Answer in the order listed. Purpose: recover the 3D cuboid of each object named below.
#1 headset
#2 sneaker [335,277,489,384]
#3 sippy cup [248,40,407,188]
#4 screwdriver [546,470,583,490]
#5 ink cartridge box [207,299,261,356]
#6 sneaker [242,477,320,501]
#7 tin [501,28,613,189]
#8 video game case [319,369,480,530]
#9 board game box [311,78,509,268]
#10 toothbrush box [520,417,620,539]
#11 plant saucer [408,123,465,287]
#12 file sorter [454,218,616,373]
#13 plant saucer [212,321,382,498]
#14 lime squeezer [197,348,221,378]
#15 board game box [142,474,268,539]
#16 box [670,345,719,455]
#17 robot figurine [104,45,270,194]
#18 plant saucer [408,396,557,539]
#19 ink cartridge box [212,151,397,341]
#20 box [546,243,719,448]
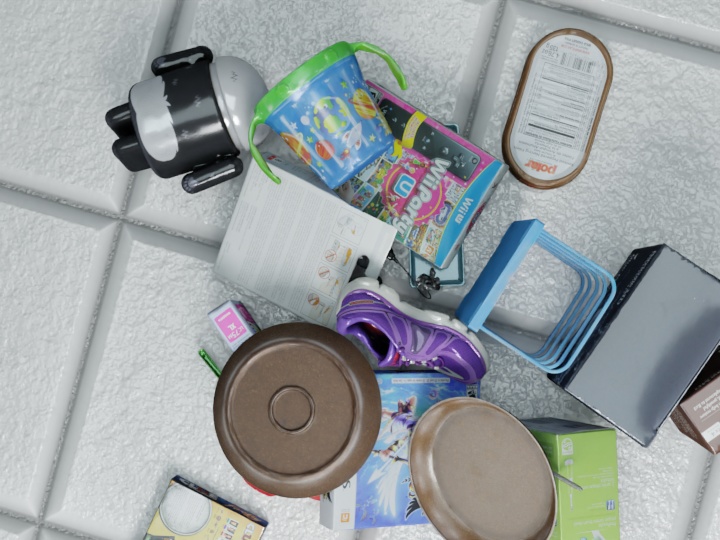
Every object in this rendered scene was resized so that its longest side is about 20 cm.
[{"bbox_3d":[0.000,0.000,1.440,0.198,0.094,0.125,11,95,16],"label":"headset"},{"bbox_3d":[0.055,0.089,1.376,0.199,0.081,0.084,26,49,-11],"label":"sneaker"},{"bbox_3d":[-0.033,-0.173,1.369,0.177,0.140,0.131,-36,92,30],"label":"sippy cup"},{"bbox_3d":[0.182,0.208,1.350,0.028,0.199,0.029,-44,120,-15],"label":"screwdriver"},{"bbox_3d":[-0.109,0.126,1.435,0.042,0.119,0.201,-33,87,-1],"label":"ink cartridge box"},{"bbox_3d":[-0.052,0.259,1.432,0.198,0.116,0.079,3,91,5],"label":"sneaker"},{"bbox_3d":[0.242,-0.200,1.459,0.111,0.042,0.202,17,91,8],"label":"tin"},{"bbox_3d":[0.050,0.212,1.419,0.198,0.045,0.183,2,91,-26],"label":"video game case"},{"bbox_3d":[0.058,-0.118,1.438,0.199,0.064,0.148,33,98,10],"label":"board game box"},{"bbox_3d":[0.231,0.281,1.393,0.085,0.145,0.202,-1,88,-23],"label":"toothbrush box"},{"bbox_3d":[0.092,-0.081,1.476,0.069,0.019,0.202,-2,90,3],"label":"plant saucer"},{"bbox_3d":[0.202,0.032,1.380,0.122,0.200,0.139,33,92,-1],"label":"file sorter"},{"bbox_3d":[-0.075,0.159,1.346,0.198,0.034,0.203,-1,86,7],"label":"plant saucer"},{"bbox_3d":[-0.134,0.174,1.450,0.038,0.071,0.200,-29,49,-15],"label":"lime squeezer"},{"bbox_3d":[-0.218,0.379,1.482,0.135,0.035,0.201,26,91,3],"label":"board game box"},{"bbox_3d":[0.408,0.145,1.364,0.100,0.200,0.075,-36,89,2],"label":"box"},{"bbox_3d":[-0.205,-0.185,1.443,0.198,0.125,0.151,-18,112,3],"label":"robot figurine"},{"bbox_3d":[0.142,0.236,1.344,0.199,0.032,0.202,13,112,35],"label":"plant saucer"},{"bbox_3d":[-0.065,-0.031,1.434,0.199,0.050,0.163,26,110,9],"label":"ink cartridge box"},{"bbox_3d":[0.325,0.082,1.370,0.117,0.200,0.197,35,91,3],"label":"box"}]
